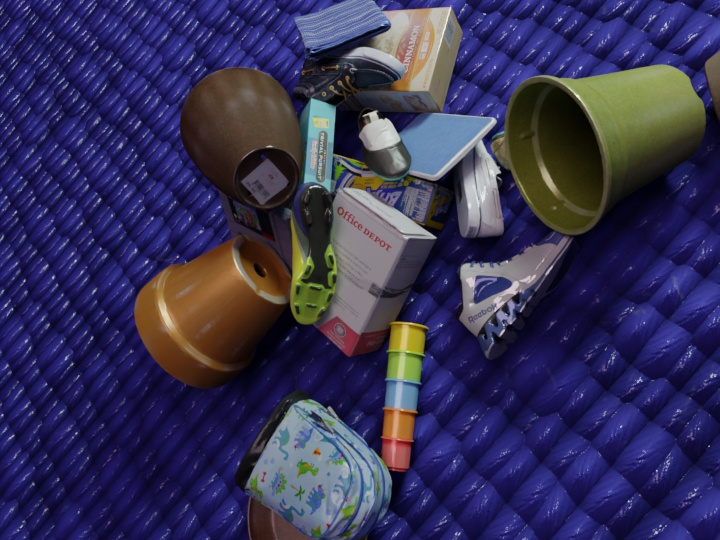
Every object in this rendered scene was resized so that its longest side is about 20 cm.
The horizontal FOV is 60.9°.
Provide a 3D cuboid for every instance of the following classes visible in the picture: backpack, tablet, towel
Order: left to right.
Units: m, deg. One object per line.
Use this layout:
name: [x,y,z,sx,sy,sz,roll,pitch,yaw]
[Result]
backpack: [-0.056,0.271,0.808,0.199,0.154,0.164,32,81,18]
towel: [-0.036,-0.413,1.017,0.144,0.024,0.201,-21,39,2]
tablet: [0.104,-0.192,0.930,0.130,0.014,0.200,-44,30,-9]

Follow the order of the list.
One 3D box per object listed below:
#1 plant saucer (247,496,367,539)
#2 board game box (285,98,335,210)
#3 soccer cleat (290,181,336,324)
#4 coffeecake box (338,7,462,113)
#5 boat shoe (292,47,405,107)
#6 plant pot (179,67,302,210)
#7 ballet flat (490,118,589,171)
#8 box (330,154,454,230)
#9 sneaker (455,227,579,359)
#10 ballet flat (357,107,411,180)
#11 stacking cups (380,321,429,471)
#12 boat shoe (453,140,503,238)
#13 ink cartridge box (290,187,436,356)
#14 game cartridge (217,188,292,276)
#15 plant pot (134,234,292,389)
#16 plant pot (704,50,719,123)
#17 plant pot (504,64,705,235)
plant saucer: [-0.070,0.348,0.877,0.199,0.037,0.202,-9,68,24]
board game box: [-0.094,-0.154,1.012,0.151,0.047,0.202,148,128,-60]
soccer cleat: [-0.071,-0.025,0.878,0.084,0.064,0.202,-158,70,-70]
coffeecake box: [0.055,-0.355,1.041,0.198,0.073,0.155,9,78,29]
boat shoe: [-0.021,-0.301,0.984,0.199,0.071,0.092,19,85,38]
plant pot: [-0.159,-0.174,0.899,0.187,0.187,0.200,-41,39,8]
ballet flat: [0.288,-0.204,0.883,0.199,0.071,0.071,-25,63,16]
box: [0.040,-0.125,0.962,0.199,0.070,0.065,23,99,31]
sneaker: [0.197,0.009,0.838,0.115,0.080,0.200,40,94,29]
ballet flat: [0.025,-0.202,0.940,0.067,0.069,0.200,-21,31,-2]
stacking cups: [0.054,0.177,0.866,0.060,0.060,0.202,3,76,27]
boat shoe: [0.178,-0.135,0.913,0.065,0.074,0.202,4,65,-5]
ink cartridge box: [0.000,0.000,0.900,0.145,0.084,0.201,38,115,31]
game cartridge: [-0.160,-0.063,1.000,0.038,0.131,0.199,-36,41,-27]
plant pot: [-0.206,0.048,0.937,0.183,0.200,0.201,-37,60,22]
plant pot: [0.513,-0.232,0.717,0.174,0.199,0.202,-18,64,38]
plant pot: [0.315,-0.171,0.773,0.183,0.201,0.201,-22,60,-13]
